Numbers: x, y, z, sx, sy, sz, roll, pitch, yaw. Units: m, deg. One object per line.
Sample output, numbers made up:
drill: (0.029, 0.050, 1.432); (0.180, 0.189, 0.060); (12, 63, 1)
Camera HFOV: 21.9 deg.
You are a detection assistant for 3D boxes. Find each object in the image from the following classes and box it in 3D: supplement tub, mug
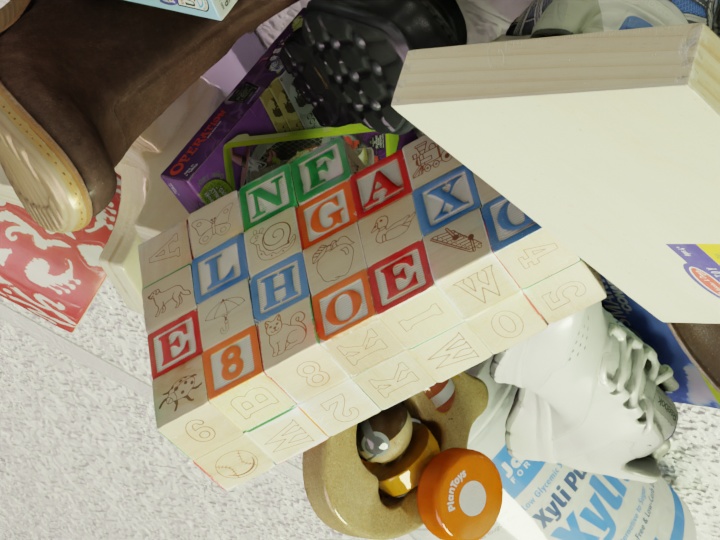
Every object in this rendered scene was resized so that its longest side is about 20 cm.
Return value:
supplement tub: (0.092, 0.125, 1.087); (0.200, 0.132, 0.132); (45, 151, -24)
mug: (-0.231, -0.069, 1.170); (0.199, 0.178, 0.134); (31, 118, -6)

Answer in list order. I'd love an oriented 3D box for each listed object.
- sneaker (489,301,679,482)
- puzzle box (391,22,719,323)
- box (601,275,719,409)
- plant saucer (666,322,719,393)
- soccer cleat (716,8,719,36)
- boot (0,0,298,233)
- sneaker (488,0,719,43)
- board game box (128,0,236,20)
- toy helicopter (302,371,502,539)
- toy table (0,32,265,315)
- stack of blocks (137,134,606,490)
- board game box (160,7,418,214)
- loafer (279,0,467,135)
sneaker: (0.114, 0.046, 0.906); (0.086, 0.075, 0.200); (18, 161, 18)
puzzle box: (0.121, -0.029, 0.706); (0.132, 0.026, 0.200); (1, 156, 43)
box: (0.188, 0.017, 0.893); (0.199, 0.048, 0.122); (5, 142, 43)
plant saucer: (0.205, -0.012, 0.769); (0.199, 0.032, 0.202); (23, 128, 33)
soccer cleat: (0.205, -0.118, 0.637); (0.199, 0.070, 0.087); (0, 123, 45)
boot: (-0.089, -0.100, 0.803); (0.200, 0.165, 0.073); (49, 164, 59)
sneaker: (0.108, -0.103, 0.753); (0.077, 0.086, 0.200); (32, 177, -7)
board game box: (-0.130, -0.191, 0.729); (0.134, 0.034, 0.201); (16, 149, 32)
toy helicopter: (0.017, 0.035, 0.941); (0.132, 0.202, 0.079); (23, 167, -35)
toy table: (-0.123, -0.075, 1.007); (0.183, 0.118, 0.200); (9, 146, 40)
stack of blocks: (0.000, 0.000, 0.840); (0.199, 0.116, 0.059); (-27, 134, 16)
board game box: (-0.007, -0.022, 0.961); (0.032, 0.120, 0.200); (10, 145, 45)
loafer: (0.013, -0.100, 0.804); (0.068, 0.070, 0.201); (57, 173, -8)
